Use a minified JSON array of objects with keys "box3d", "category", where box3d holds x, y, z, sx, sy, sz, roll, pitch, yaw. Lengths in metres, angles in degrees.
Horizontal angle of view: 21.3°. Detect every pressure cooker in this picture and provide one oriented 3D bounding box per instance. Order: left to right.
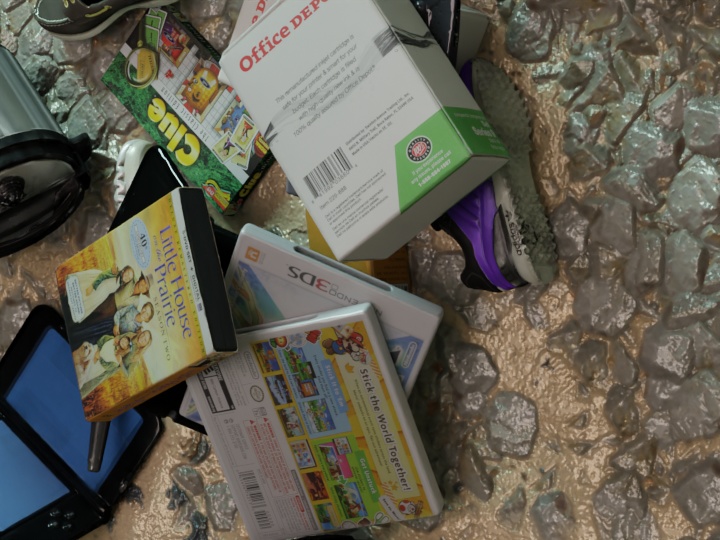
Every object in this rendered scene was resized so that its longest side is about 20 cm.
[{"box3d":[-0.369,-0.101,1.840,0.176,0.178,0.200,-44,68,21],"category":"pressure cooker"}]

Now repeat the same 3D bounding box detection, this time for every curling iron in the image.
[{"box3d":[-0.241,0.092,1.821,0.025,0.050,0.201,10,83,0],"category":"curling iron"}]

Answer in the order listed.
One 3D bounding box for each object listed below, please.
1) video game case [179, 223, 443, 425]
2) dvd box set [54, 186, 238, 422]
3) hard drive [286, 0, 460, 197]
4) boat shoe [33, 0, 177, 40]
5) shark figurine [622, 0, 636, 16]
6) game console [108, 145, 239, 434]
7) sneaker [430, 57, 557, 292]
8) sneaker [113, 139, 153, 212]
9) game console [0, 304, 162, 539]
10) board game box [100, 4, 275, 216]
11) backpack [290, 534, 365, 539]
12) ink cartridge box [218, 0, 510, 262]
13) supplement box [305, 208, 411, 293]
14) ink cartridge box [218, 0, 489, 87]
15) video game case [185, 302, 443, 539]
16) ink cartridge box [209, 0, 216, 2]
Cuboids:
[{"box3d":[-0.045,0.079,1.625,0.182,0.022,0.201,23,121,4],"category":"video game case"},{"box3d":[-0.185,0.032,1.627,0.200,0.029,0.147,-27,71,45],"category":"dvd box set"},{"box3d":[0.015,-0.148,1.580,0.134,0.042,0.201,15,99,28],"category":"hard drive"},{"box3d":[-0.247,-0.273,1.817,0.201,0.060,0.072,-14,68,38],"category":"boat shoe"},{"box3d":[0.196,-0.259,1.531,0.128,0.214,0.090,-44,107,-5],"category":"shark figurine"},{"box3d":[-0.150,0.021,1.707,0.175,0.117,0.200,23,120,-11],"category":"game console"},{"box3d":[0.094,-0.076,1.612,0.099,0.069,0.201,-16,81,33],"category":"sneaker"},{"box3d":[-0.171,-0.030,1.784,0.081,0.075,0.201,-18,89,23],"category":"sneaker"},{"box3d":[-0.322,0.159,1.852,0.200,0.176,0.117,41,139,26],"category":"game console"},{"box3d":[-0.156,-0.155,1.798,0.200,0.023,0.105,46,115,24],"category":"board game box"},{"box3d":[-0.076,0.310,1.643,0.182,0.200,0.148,-14,85,30],"category":"backpack"},{"box3d":[0.002,-0.129,1.514,0.146,0.084,0.200,-38,74,25],"category":"ink cartridge box"},{"box3d":[0.000,0.000,1.674,0.066,0.069,0.201,-8,84,33],"category":"supplement box"},{"box3d":[-0.009,-0.193,1.666,0.199,0.084,0.147,27,105,27],"category":"ink cartridge box"},{"box3d":[-0.043,0.134,1.628,0.181,0.023,0.201,-12,111,21],"category":"video game case"},{"box3d":[-0.100,-0.355,1.681,0.085,0.148,0.200,35,113,-18],"category":"ink cartridge box"}]
